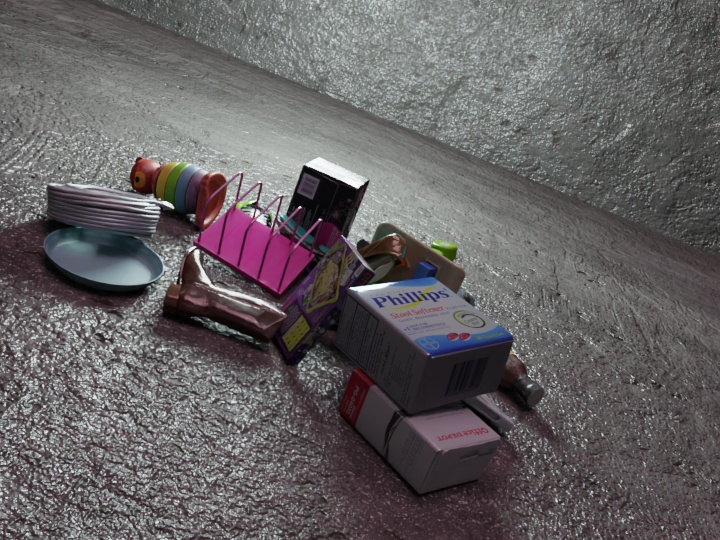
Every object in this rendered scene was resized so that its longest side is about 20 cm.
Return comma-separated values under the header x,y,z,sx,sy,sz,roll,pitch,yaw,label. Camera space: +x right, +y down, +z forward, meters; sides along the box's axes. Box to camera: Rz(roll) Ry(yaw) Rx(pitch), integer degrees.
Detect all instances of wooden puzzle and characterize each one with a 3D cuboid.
x,y,z,sx,sy,sz,roll,pitch,yaw,label
0.077,0.032,1.507,0.199,0.186,0.046,33,20,26,wooden puzzle

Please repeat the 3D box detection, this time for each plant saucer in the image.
x,y,z,sx,sy,sz,roll,pitch,yaw,label
-0.436,-0.016,1.352,0.199,0.028,0.200,19,21,-7,plant saucer

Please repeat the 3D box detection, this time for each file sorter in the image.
x,y,z,sx,sy,sz,roll,pitch,yaw,label
-0.191,-0.077,1.518,0.199,0.126,0.139,31,44,8,file sorter

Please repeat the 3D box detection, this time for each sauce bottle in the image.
x,y,z,sx,sy,sz,roll,pitch,yaw,label
0.270,0.179,1.510,0.064,0.065,0.200,6,25,-35,sauce bottle

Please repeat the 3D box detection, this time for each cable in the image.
x,y,z,sx,sy,sz,roll,pitch,yaw,label
-0.466,-0.111,1.441,0.199,0.070,0.200,13,6,13,cable

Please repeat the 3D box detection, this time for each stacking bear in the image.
x,y,z,sx,sy,sz,roll,pitch,yaw,label
-0.395,-0.180,1.681,0.199,0.122,0.114,18,22,11,stacking bear

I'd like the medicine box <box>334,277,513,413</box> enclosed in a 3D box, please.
x,y,z,sx,sy,sz,roll,pitch,yaw,label
0.094,0.106,1.209,0.181,0.104,0.200,-7,32,-38,medicine box

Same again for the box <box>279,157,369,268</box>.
x,y,z,sx,sy,sz,roll,pitch,yaw,label
-0.083,-0.121,1.698,0.131,0.201,0.115,25,20,7,box

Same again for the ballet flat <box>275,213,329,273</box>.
x,y,z,sx,sy,sz,roll,pitch,yaw,label
-0.105,-0.035,1.628,0.200,0.074,0.074,36,23,3,ballet flat

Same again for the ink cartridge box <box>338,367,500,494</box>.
x,y,z,sx,sy,sz,roll,pitch,yaw,label
0.087,0.229,1.189,0.145,0.084,0.200,1,29,-43,ink cartridge box

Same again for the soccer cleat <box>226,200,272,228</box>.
x,y,z,sx,sy,sz,roll,pitch,yaw,label
-0.216,-0.097,1.680,0.081,0.068,0.200,-23,38,-17,soccer cleat

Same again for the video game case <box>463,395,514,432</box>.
x,y,z,sx,sy,sz,roll,pitch,yaw,label
0.155,0.179,1.350,0.182,0.023,0.200,39,4,-42,video game case

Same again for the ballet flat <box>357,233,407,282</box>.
x,y,z,sx,sy,sz,roll,pitch,yaw,label
0.000,0.000,1.478,0.068,0.199,0.073,48,27,-42,ballet flat

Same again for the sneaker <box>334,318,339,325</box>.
x,y,z,sx,sy,sz,roll,pitch,yaw,label
-0.003,0.080,1.474,0.199,0.077,0.085,28,18,14,sneaker

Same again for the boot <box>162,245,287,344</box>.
x,y,z,sx,sy,sz,roll,pitch,yaw,label
-0.219,0.042,1.360,0.199,0.065,0.187,14,36,-5,boot

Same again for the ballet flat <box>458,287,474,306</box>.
x,y,z,sx,sy,sz,roll,pitch,yaw,label
0.151,0.038,1.715,0.199,0.075,0.074,28,22,24,ballet flat

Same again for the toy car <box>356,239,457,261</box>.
x,y,z,sx,sy,sz,roll,pitch,yaw,label
0.076,0.013,1.617,0.199,0.165,0.158,17,18,23,toy car

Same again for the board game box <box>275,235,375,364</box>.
x,y,z,sx,sy,sz,roll,pitch,yaw,label
-0.068,0.048,1.324,0.032,0.200,0.120,34,11,-39,board game box
